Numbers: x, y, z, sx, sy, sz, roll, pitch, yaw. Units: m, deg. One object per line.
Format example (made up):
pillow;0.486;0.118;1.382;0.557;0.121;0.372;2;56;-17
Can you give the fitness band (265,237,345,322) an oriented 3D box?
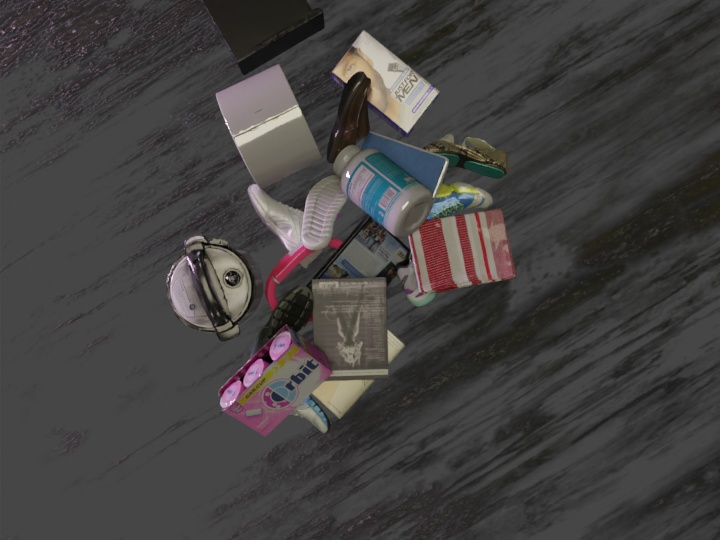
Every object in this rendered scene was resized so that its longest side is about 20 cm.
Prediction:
fitness band;-0.098;0.018;1.597;0.200;0.037;0.144;-44;121;-1

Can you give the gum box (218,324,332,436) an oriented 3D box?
gum box;-0.165;0.215;1.513;0.200;0.066;0.113;-44;124;9

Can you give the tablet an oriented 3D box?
tablet;0.071;-0.192;1.597;0.199;0.014;0.131;24;94;28

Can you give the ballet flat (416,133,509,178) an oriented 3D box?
ballet flat;0.207;-0.239;1.624;0.198;0.068;0.076;9;68;-6

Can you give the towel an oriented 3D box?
towel;0.199;-0.039;1.564;0.198;0.023;0.146;-10;79;-9

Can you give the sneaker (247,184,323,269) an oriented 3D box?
sneaker;-0.151;-0.102;1.619;0.080;0.070;0.201;-40;98;-5

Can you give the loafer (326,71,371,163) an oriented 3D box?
loafer;-0.012;-0.302;1.589;0.070;0.073;0.201;13;127;-12

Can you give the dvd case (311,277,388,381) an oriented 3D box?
dvd case;-0.020;0.115;1.564;0.147;0.016;0.202;-2;93;-2

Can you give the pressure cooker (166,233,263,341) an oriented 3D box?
pressure cooker;-0.283;0.030;1.548;0.175;0.200;0.180;26;91;-1

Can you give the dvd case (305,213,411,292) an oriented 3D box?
dvd case;0.000;0.000;1.605;0.200;0.018;0.143;-49;121;0

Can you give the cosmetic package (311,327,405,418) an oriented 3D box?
cosmetic package;-0.012;0.189;1.613;0.105;0.071;0.200;40;90;-1

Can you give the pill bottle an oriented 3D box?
pill bottle;0.038;-0.161;1.540;0.200;0.111;0.111;42;90;25

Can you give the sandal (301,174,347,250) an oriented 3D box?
sandal;-0.074;-0.113;1.592;0.082;0.050;0.204;11;51;13

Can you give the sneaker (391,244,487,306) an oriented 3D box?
sneaker;0.154;-0.034;1.598;0.199;0.078;0.140;-35;104;-1

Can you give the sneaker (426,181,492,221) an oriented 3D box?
sneaker;0.163;-0.127;1.608;0.198;0.076;0.106;12;81;11

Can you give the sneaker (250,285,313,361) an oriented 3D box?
sneaker;-0.164;0.112;1.560;0.075;0.079;0.201;29;95;-27

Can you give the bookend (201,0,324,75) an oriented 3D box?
bookend;-0.206;-0.538;1.601;0.198;0.092;0.201;-31;89;-2

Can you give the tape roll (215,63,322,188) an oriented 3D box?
tape roll;-0.177;-0.279;1.548;0.138;0.203;0.204;-25;90;1

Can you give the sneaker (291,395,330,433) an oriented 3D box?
sneaker;-0.147;0.268;1.608;0.200;0.075;0.087;42;77;8

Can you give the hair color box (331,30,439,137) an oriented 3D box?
hair color box;0.051;-0.377;1.617;0.199;0.065;0.110;38;91;1
